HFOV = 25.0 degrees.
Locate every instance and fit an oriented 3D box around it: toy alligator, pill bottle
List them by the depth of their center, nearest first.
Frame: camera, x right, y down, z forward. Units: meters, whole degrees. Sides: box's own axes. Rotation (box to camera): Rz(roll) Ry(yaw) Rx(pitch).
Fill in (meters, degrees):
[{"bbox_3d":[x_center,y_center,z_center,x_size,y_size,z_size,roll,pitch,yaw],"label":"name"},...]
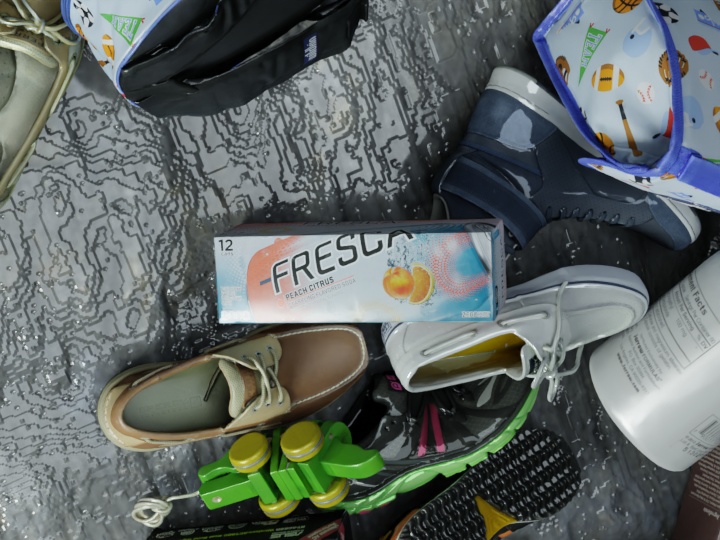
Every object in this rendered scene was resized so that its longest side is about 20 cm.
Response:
[{"bbox_3d":[-0.073,0.140,1.161,0.199,0.054,0.060,-15,124,22],"label":"toy alligator"},{"bbox_3d":[0.278,0.048,1.204,0.114,0.115,0.200,41,114,-18],"label":"pill bottle"}]

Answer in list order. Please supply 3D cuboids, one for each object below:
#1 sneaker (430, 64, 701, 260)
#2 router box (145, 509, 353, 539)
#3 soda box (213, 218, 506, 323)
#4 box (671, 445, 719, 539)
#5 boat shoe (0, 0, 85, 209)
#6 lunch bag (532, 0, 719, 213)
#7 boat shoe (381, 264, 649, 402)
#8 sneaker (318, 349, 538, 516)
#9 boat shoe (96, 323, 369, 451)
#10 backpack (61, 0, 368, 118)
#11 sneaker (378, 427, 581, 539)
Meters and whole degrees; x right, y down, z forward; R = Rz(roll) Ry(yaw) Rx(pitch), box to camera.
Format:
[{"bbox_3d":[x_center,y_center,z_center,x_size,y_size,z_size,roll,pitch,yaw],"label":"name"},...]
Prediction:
[{"bbox_3d":[0.145,-0.035,1.205,0.202,0.077,0.147,33,80,-12],"label":"sneaker"},{"bbox_3d":[-0.070,0.281,1.171,0.148,0.062,0.202,-8,100,9],"label":"router box"},{"bbox_3d":[0.000,0.000,1.133,0.198,0.068,0.064,-1,100,12],"label":"soda box"},{"bbox_3d":[0.331,0.144,1.295,0.099,0.075,0.202,16,91,-19],"label":"box"},{"bbox_3d":[-0.233,-0.127,1.090,0.073,0.063,0.202,25,90,-18],"label":"boat shoe"},{"bbox_3d":[0.233,-0.113,1.142,0.169,0.201,0.124,16,126,-32],"label":"lunch bag"},{"bbox_3d":[0.120,0.054,1.170,0.200,0.086,0.075,-7,136,-10],"label":"boat shoe"},{"bbox_3d":[0.045,0.108,1.201,0.199,0.077,0.084,-27,108,-13],"label":"sneaker"},{"bbox_3d":[-0.087,0.085,1.154,0.198,0.074,0.076,-18,92,-14],"label":"boat shoe"},{"bbox_3d":[-0.104,-0.198,1.059,0.190,0.200,0.154,-43,74,-5],"label":"backpack"},{"bbox_3d":[0.080,0.183,1.230,0.199,0.090,0.070,-29,88,-37],"label":"sneaker"}]
